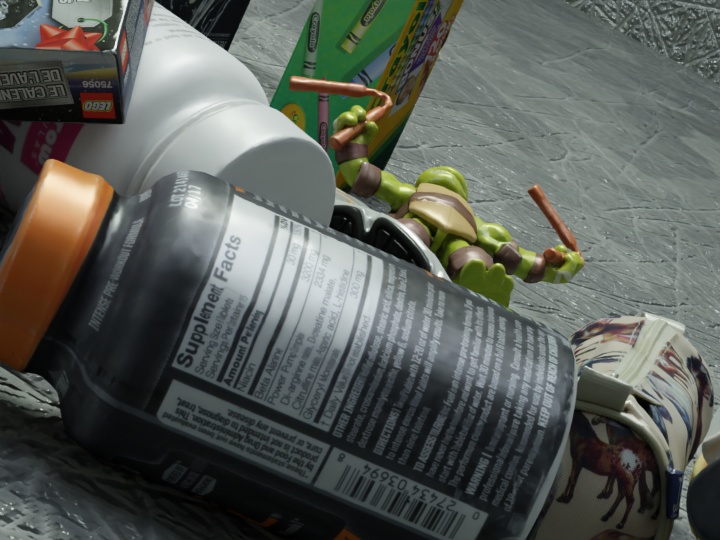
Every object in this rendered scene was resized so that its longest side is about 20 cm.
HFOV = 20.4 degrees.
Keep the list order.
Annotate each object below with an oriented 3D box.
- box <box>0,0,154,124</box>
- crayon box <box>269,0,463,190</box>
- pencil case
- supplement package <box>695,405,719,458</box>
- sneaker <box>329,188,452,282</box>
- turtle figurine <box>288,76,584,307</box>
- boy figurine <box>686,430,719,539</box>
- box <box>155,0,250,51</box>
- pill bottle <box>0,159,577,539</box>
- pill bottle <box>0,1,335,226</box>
[{"bbox_3d":[-0.152,-0.140,0.845,0.136,0.040,0.201,2,43,4],"label":"box"},{"bbox_3d":[0.014,-0.151,1.209,0.058,0.201,0.119,28,15,11],"label":"crayon box"},{"bbox_3d":[0.105,0.070,0.844,0.078,0.090,0.200,31,15,8],"label":"pencil case"},{"bbox_3d":[0.307,0.073,0.974,0.199,0.192,0.147,23,16,-14],"label":"supplement package"},{"bbox_3d":[0.000,0.000,0.937,0.200,0.076,0.092,39,15,36],"label":"sneaker"},{"bbox_3d":[0.033,-0.026,1.091,0.199,0.065,0.161,33,21,-9],"label":"turtle figurine"},{"bbox_3d":[0.161,0.120,0.734,0.125,0.064,0.200,64,5,22],"label":"boy figurine"},{"bbox_3d":[-0.134,-0.239,1.292,0.104,0.183,0.200,31,16,17],"label":"box"},{"bbox_3d":[-0.033,0.032,0.700,0.199,0.107,0.106,24,15,-10],"label":"pill bottle"},{"bbox_3d":[-0.110,-0.064,0.876,0.200,0.114,0.113,36,18,33],"label":"pill bottle"}]
